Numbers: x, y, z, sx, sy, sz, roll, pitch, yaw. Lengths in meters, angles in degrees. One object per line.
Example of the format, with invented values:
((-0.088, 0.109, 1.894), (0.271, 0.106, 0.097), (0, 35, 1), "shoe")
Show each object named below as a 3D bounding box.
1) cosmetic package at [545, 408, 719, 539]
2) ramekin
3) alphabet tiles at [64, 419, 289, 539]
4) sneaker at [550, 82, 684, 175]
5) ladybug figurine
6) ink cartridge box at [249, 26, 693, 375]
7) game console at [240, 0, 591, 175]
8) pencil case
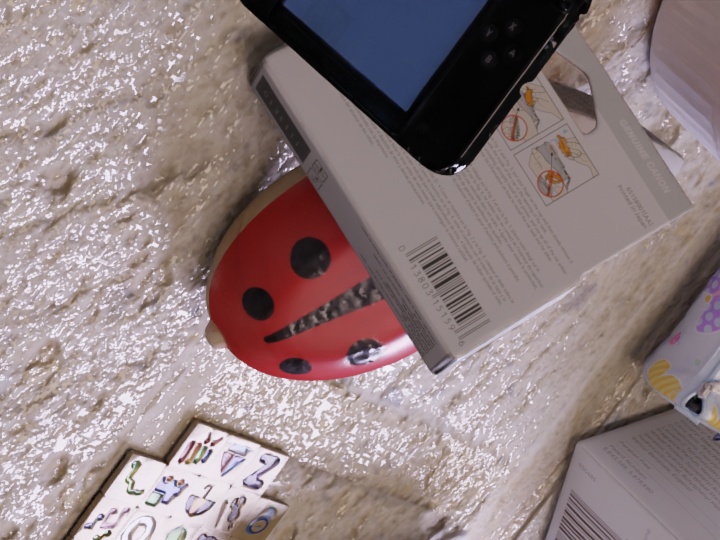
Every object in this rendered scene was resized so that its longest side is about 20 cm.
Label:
((0.261, 0.211, 1.955), (0.199, 0.165, 0.165), (-16, 134, -35), "cosmetic package")
((0.280, -0.152, 1.700), (0.200, 0.098, 0.201), (-25, 138, -26), "ramekin")
((-0.132, 0.184, 1.680), (0.200, 0.006, 0.166), (-54, 143, 9), "alphabet tiles")
((0.105, -0.053, 1.636), (0.200, 0.074, 0.119), (10, 110, -37), "sneaker")
((0.000, 0.000, 1.539), (0.200, 0.072, 0.136), (-30, 113, 6), "ladybug figurine")
((0.062, -0.070, 1.488), (0.173, 0.200, 0.044), (-30, 174, -21), "ink cartridge box")
((0.011, -0.178, 1.327), (0.176, 0.200, 0.116), (-53, 142, 9), "game console")
((0.283, 0.020, 1.871), (0.200, 0.083, 0.091), (-55, 165, 9), "pencil case")
